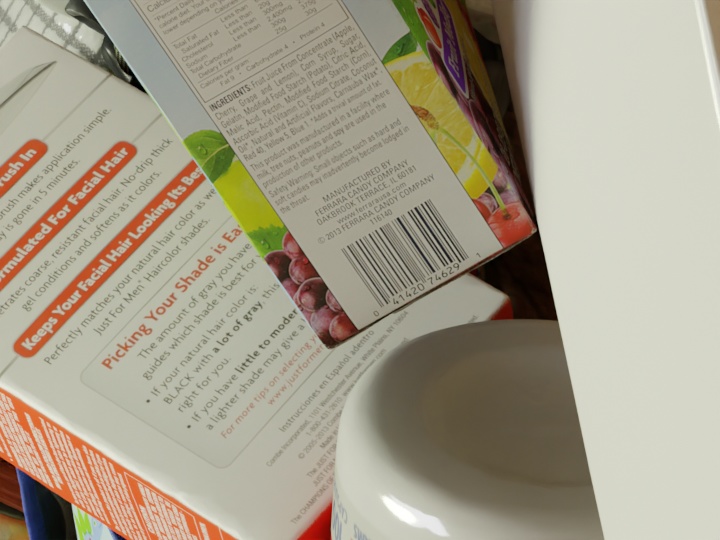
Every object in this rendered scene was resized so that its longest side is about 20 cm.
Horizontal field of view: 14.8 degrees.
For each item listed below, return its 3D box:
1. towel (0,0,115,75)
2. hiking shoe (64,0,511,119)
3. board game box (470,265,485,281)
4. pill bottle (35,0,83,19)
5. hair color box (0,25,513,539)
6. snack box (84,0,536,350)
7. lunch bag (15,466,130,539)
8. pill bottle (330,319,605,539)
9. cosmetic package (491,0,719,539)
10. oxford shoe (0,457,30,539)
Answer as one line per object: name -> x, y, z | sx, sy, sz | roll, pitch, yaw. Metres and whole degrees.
towel -> -0.132, -0.077, 1.109 | 0.166, 0.085, 0.200 | -58, 31, 7
hiking shoe -> -0.030, -0.058, 0.876 | 0.200, 0.101, 0.076 | 6, 72, 63
board game box -> 0.000, 0.000, 0.963 | 0.200, 0.030, 0.096 | -140, 44, -64
pill bottle -> -0.094, -0.193, 0.983 | 0.112, 0.112, 0.200 | 116, 147, -57
hair color box -> -0.062, 0.017, 0.850 | 0.200, 0.111, 0.064 | 31, 154, 26
snack box -> -0.039, -0.104, 0.697 | 0.200, 0.068, 0.169 | 54, -169, -24
lunch bag -> -0.051, 0.082, 0.948 | 0.170, 0.127, 0.200 | 90, 156, -52
pill bottle -> 0.044, 0.124, 0.776 | 0.112, 0.112, 0.200 | -129, 36, -53
cosmetic package -> 0.101, 0.015, 0.620 | 0.108, 0.085, 0.200 | 158, 103, -70
oxford shoe -> -0.150, 0.107, 1.050 | 0.200, 0.071, 0.073 | 3, -68, -86
